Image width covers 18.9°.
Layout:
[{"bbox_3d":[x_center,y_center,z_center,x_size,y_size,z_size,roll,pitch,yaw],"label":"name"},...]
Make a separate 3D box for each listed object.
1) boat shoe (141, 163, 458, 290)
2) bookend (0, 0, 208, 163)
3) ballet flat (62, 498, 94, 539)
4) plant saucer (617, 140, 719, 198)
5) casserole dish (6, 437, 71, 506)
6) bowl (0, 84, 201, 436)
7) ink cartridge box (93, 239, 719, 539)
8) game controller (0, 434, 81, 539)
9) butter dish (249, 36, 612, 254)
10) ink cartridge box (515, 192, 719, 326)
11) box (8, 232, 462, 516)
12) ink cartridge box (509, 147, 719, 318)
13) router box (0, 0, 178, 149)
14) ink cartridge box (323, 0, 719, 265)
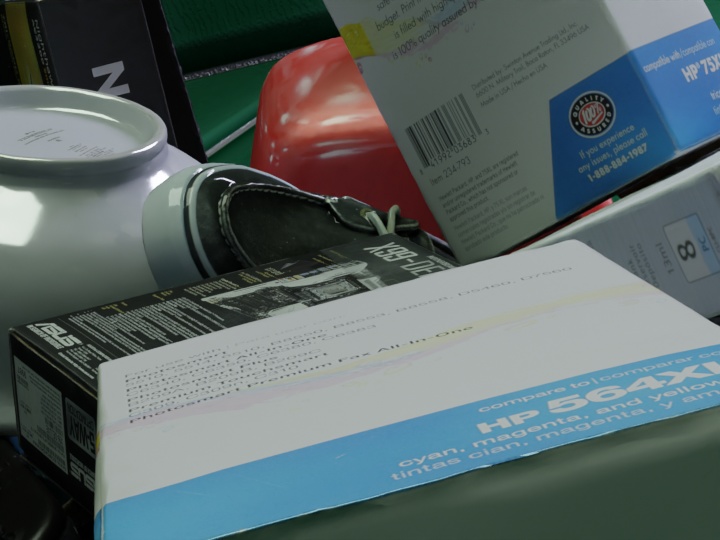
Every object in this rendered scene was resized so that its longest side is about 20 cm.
[{"bbox_3d":[0.000,0.000,0.840,0.071,0.073,0.199,-17,-23,34],"label":"boat shoe"},{"bbox_3d":[-0.158,-0.071,1.283,0.092,0.200,0.200,-19,10,-15],"label":"bookend"},{"bbox_3d":[-0.018,0.070,0.767,0.199,0.047,0.067,-17,11,-12],"label":"ballet flat"},{"bbox_3d":[0.189,-0.046,0.920,0.198,0.030,0.200,7,-15,2],"label":"plant saucer"},{"bbox_3d":[-0.082,0.070,0.875,0.120,0.039,0.200,-15,11,-15],"label":"casserole dish"},{"bbox_3d":[-0.127,-0.017,0.861,0.199,0.091,0.201,4,22,-2],"label":"bowl"},{"bbox_3d":[0.019,0.077,0.453,0.124,0.129,0.200,-15,11,-4],"label":"ink cartridge box"},{"bbox_3d":[-0.152,0.103,0.742,0.104,0.042,0.200,-33,14,-12],"label":"game controller"},{"bbox_3d":[0.024,-0.061,1.003,0.198,0.149,0.200,-3,23,1],"label":"butter dish"},{"bbox_3d":[0.170,0.002,0.811,0.199,0.068,0.117,-4,16,45],"label":"ink cartridge box"},{"bbox_3d":[-0.001,0.050,0.688,0.157,0.050,0.200,-14,23,-30],"label":"box"},{"bbox_3d":[0.133,-0.021,0.742,0.159,0.048,0.200,-26,-1,-27],"label":"ink cartridge box"},{"bbox_3d":[-0.128,-0.046,1.108,0.052,0.201,0.157,-16,10,-14],"label":"router box"},{"bbox_3d":[0.048,-0.117,0.815,0.116,0.201,0.067,-29,-4,42],"label":"ink cartridge box"}]
